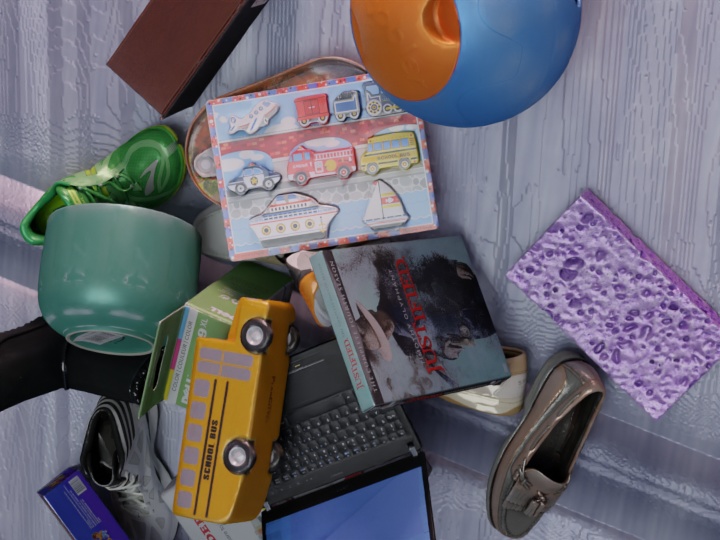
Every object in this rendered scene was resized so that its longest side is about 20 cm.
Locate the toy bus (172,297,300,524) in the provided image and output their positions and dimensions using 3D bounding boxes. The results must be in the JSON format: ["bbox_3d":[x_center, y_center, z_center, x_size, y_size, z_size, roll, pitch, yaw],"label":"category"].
[{"bbox_3d":[-0.111,0.124,1.610,0.078,0.065,0.201,7,89,24],"label":"toy bus"}]

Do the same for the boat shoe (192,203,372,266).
[{"bbox_3d":[-0.078,-0.043,1.731,0.199,0.068,0.075,-8,104,21],"label":"boat shoe"}]

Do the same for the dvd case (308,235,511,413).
[{"bbox_3d":[0.048,0.044,1.616,0.022,0.199,0.147,-28,76,40],"label":"dvd case"}]

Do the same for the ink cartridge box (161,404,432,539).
[{"bbox_3d":[-0.062,0.207,1.764,0.200,0.145,0.146,-32,96,24],"label":"ink cartridge box"}]

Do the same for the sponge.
[{"bbox_3d":[0.243,0.033,1.669,0.200,0.030,0.112,44,115,1],"label":"sponge"}]

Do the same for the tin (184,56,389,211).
[{"bbox_3d":[-0.067,-0.126,1.689,0.199,0.042,0.113,-20,86,7],"label":"tin"}]

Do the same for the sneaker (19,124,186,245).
[{"bbox_3d":[-0.253,-0.072,1.772,0.199,0.084,0.074,-31,95,24],"label":"sneaker"}]

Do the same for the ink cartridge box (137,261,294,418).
[{"bbox_3d":[-0.135,0.072,1.714,0.059,0.200,0.104,22,113,13],"label":"ink cartridge box"}]

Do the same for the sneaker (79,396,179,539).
[{"bbox_3d":[-0.248,0.219,1.846,0.075,0.115,0.202,-2,109,19],"label":"sneaker"}]

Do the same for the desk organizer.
[{"bbox_3d":[-0.147,-0.246,1.689,0.077,0.072,0.200,42,115,5],"label":"desk organizer"}]

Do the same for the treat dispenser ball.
[{"bbox_3d":[0.090,-0.224,1.544,0.200,0.201,0.202,6,109,17],"label":"treat dispenser ball"}]

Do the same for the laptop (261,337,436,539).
[{"bbox_3d":[-0.040,0.184,1.615,0.176,0.103,0.201,-22,103,19],"label":"laptop"}]

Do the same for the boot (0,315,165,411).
[{"bbox_3d":[-0.278,0.102,1.781,0.162,0.198,0.074,12,114,21],"label":"boot"}]

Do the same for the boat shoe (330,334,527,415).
[{"bbox_3d":[0.065,0.080,1.725,0.199,0.074,0.070,13,108,4],"label":"boat shoe"}]

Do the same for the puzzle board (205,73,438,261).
[{"bbox_3d":[-0.036,-0.098,1.661,0.199,0.017,0.152,-9,91,7],"label":"puzzle board"}]

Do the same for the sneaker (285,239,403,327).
[{"bbox_3d":[0.000,0.000,1.658,0.092,0.200,0.076,-31,80,15],"label":"sneaker"}]

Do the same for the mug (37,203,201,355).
[{"bbox_3d":[-0.228,0.020,1.728,0.151,0.185,0.115,1,71,11],"label":"mug"}]

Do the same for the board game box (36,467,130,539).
[{"bbox_3d":[-0.256,0.298,1.866,0.045,0.134,0.200,-37,93,-13],"label":"board game box"}]

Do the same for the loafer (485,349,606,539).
[{"bbox_3d":[0.176,0.175,1.706,0.063,0.072,0.201,46,123,51],"label":"loafer"}]
